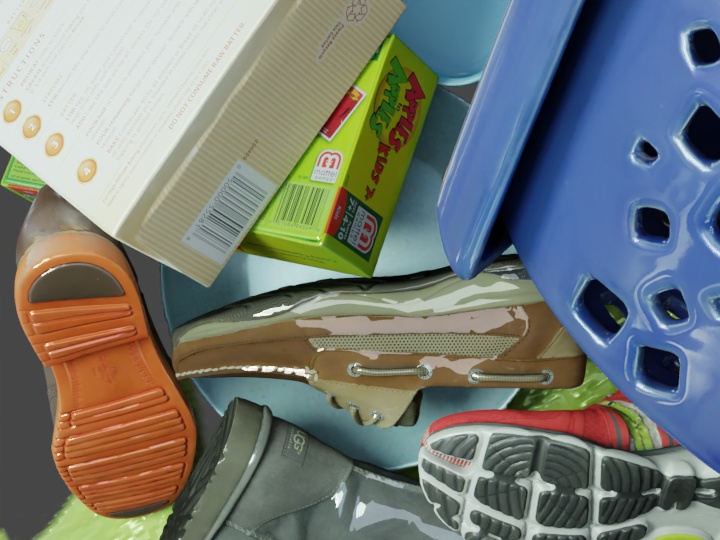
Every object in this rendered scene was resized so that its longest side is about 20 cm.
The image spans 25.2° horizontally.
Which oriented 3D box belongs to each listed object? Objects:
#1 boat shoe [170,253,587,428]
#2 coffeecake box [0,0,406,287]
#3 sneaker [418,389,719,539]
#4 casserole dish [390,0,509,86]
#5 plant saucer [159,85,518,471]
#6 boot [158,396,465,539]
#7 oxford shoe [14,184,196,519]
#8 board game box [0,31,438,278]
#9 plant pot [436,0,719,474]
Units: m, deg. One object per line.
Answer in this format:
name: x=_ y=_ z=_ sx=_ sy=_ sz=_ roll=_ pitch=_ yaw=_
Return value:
boat shoe: x=0.010 y=0.039 z=0.753 sx=0.200 sy=0.076 sz=0.074 roll=-8 pitch=94 yaw=12
coffeecake box: x=-0.104 y=-0.112 z=0.732 sx=0.200 sy=0.073 sz=0.154 roll=36 pitch=92 yaw=36
sneaker: x=0.119 y=0.087 z=0.751 sx=0.200 sy=0.085 sz=0.077 roll=5 pitch=124 yaw=-13
casserole dish: x=0.013 y=-0.163 z=0.788 sx=0.200 sy=0.039 sz=0.121 roll=29 pitch=84 yaw=15
plant saucer: x=0.000 y=0.000 z=0.810 sx=0.201 sy=0.039 sz=0.201 roll=0 pitch=92 yaw=12
boot: x=0.002 y=0.156 z=0.799 sx=0.200 sy=0.073 sz=0.182 roll=21 pitch=134 yaw=-12
oxford shoe: x=-0.124 y=0.044 z=0.796 sx=0.071 sy=0.073 sz=0.200 roll=-11 pitch=132 yaw=-8
board game box: x=-0.071 y=-0.066 z=0.769 sx=0.200 sy=0.048 sz=0.102 roll=11 pitch=76 yaw=34
plant pot: x=0.155 y=-0.066 z=0.674 sx=0.180 sy=0.200 sz=0.200 roll=30 pitch=127 yaw=16
